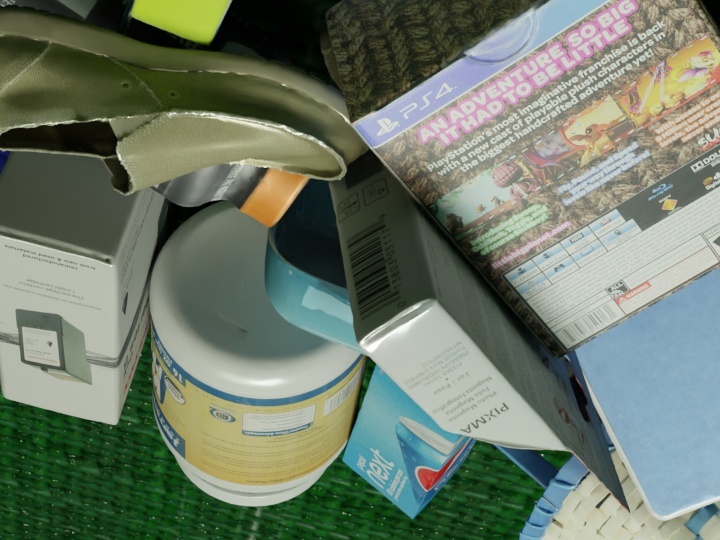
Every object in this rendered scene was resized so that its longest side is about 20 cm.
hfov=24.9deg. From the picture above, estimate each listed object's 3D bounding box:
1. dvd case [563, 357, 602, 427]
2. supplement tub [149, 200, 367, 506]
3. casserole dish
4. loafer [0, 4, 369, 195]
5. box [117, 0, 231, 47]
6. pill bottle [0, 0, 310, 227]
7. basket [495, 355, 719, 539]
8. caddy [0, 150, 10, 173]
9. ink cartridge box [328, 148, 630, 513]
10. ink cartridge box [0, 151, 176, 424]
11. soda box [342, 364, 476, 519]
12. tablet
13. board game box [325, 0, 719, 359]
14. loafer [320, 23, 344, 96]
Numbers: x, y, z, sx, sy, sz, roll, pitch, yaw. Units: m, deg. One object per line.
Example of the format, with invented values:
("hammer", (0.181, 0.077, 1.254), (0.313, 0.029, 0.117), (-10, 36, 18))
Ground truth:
("dvd case", (0.185, 0.068, 1.109), (0.142, 0.018, 0.200), (1, 143, 21))
("supplement tub", (-0.068, 0.060, 1.091), (0.144, 0.145, 0.200), (14, 146, 3))
("casserole dish", (0.000, 0.000, 0.943), (0.121, 0.200, 0.039), (22, 110, -6))
("loafer", (-0.094, -0.069, 0.780), (0.199, 0.069, 0.076), (12, 166, -9))
("box", (-0.052, -0.194, 0.734), (0.047, 0.122, 0.200), (22, 146, -10))
("pill bottle", (-0.110, -0.106, 0.875), (0.200, 0.106, 0.106), (33, 144, -6))
("basket", (0.153, 0.118, 1.069), (0.200, 0.139, 0.177), (40, 156, 11))
("caddy", (-0.306, -0.071, 1.044), (0.199, 0.106, 0.141), (17, 171, -1))
("ink cartridge box", (0.058, 0.027, 0.843), (0.057, 0.163, 0.200), (-27, 130, 13))
("ink cartridge box", (-0.170, -0.018, 1.020), (0.084, 0.146, 0.200), (14, 147, 1))
("soda box", (0.042, 0.094, 1.060), (0.068, 0.064, 0.200), (40, 158, 10))
("tablet", (0.185, 0.037, 0.945), (0.130, 0.014, 0.201), (-26, 94, 22))
("board game box", (0.106, -0.079, 0.806), (0.159, 0.097, 0.200), (-31, 129, 16))
("loafer", (0.034, -0.080, 0.915), (0.067, 0.076, 0.201), (1, 136, 25))
